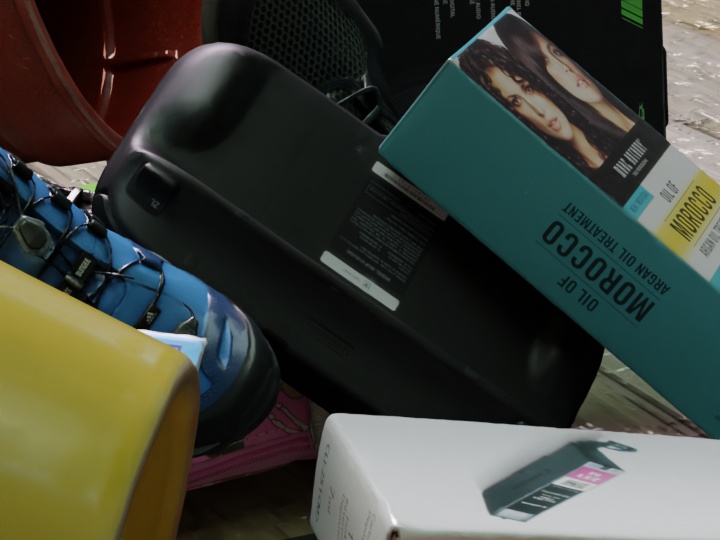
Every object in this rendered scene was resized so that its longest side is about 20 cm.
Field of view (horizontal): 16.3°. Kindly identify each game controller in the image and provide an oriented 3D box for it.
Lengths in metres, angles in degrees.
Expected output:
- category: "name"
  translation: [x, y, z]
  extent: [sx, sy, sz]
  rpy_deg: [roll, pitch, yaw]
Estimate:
- category: "game controller"
  translation: [0.000, 0.000, 0.930]
  extent: [0.042, 0.199, 0.105]
  rpy_deg: [-43, 14, 53]

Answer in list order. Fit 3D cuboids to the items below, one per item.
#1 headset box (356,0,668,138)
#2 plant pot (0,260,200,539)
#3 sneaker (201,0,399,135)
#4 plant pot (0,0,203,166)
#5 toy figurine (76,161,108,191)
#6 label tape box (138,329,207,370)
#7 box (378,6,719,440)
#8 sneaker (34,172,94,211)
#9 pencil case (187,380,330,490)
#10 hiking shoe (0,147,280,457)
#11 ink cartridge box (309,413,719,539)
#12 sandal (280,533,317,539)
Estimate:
- category: "headset box"
  translation: [0.040, -0.069, 1.112]
  extent: [0.198, 0.176, 0.093]
  rpy_deg: [-9, 19, -17]
- category: "plant pot"
  translation: [-0.148, 0.059, 0.656]
  extent: [0.187, 0.202, 0.201]
  rpy_deg: [14, 22, 4]
- category: "sneaker"
  translation: [0.006, -0.034, 0.988]
  extent: [0.076, 0.201, 0.114]
  rpy_deg: [-29, 28, -20]
- category: "plant pot"
  translation: [-0.193, -0.123, 1.092]
  extent: [0.194, 0.202, 0.201]
  rpy_deg: [-12, 16, 19]
- category: "toy figurine"
  translation: [-0.048, -0.115, 1.211]
  extent: [0.198, 0.186, 0.150]
  rpy_deg: [1, 15, -1]
- category: "label tape box"
  translation: [-0.152, 0.088, 0.790]
  extent: [0.198, 0.066, 0.144]
  rpy_deg: [2, 52, 11]
- category: "box"
  translation: [0.107, -0.009, 0.942]
  extent: [0.200, 0.049, 0.082]
  rpy_deg: [40, 28, 2]
- category: "sneaker"
  translation: [-0.178, -0.026, 1.171]
  extent: [0.198, 0.086, 0.078]
  rpy_deg: [4, 21, 21]
- category: "pencil case"
  translation: [-0.094, 0.054, 0.933]
  extent: [0.199, 0.083, 0.086]
  rpy_deg: [-15, 7, -27]
- category: "hiking shoe"
  translation: [-0.120, 0.001, 0.848]
  extent: [0.199, 0.087, 0.075]
  rpy_deg: [25, 72, 13]
- category: "ink cartridge box"
  translation: [0.099, 0.099, 0.760]
  extent: [0.198, 0.044, 0.174]
  rpy_deg: [5, 16, -16]
- category: "sandal"
  translation: [0.019, 0.091, 0.857]
  extent: [0.199, 0.045, 0.075]
  rpy_deg: [-12, 21, -21]
